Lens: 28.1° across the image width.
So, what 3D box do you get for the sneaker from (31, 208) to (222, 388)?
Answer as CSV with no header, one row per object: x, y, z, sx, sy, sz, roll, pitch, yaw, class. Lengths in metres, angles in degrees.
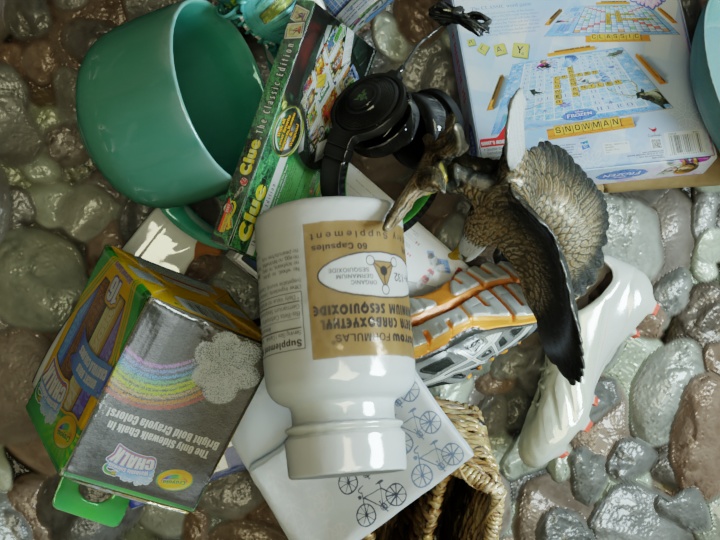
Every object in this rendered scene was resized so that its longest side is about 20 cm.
-0.192,0.037,1.211,0.085,0.073,0.200,39,90,-9,sneaker

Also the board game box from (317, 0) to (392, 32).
0.025,-0.292,1.178,0.200,0.062,0.200,-42,85,-1,board game box

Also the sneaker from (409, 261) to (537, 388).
0.090,0.052,1.220,0.199,0.078,0.077,-15,128,-21,sneaker

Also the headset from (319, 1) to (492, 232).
0.042,-0.117,1.158,0.123,0.094,0.201,10,101,-47,headset

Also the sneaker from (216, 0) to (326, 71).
-0.085,-0.219,1.161,0.080,0.077,0.201,-40,119,-35,sneaker

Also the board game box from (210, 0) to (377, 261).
-0.051,-0.102,1.143,0.023,0.105,0.201,17,84,29,board game box

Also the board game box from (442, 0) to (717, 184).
0.180,-0.170,1.211,0.199,0.041,0.200,-5,73,-7,board game box

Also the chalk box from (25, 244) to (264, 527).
-0.179,0.105,1.145,0.124,0.124,0.200,24,99,-32,chalk box

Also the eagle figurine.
0.124,-0.031,1.106,0.200,0.151,0.152,36,82,-9,eagle figurine

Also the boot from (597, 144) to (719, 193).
0.244,-0.077,1.238,0.199,0.066,0.176,-6,75,-7,boot

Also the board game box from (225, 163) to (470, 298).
0.000,0.000,1.233,0.200,0.035,0.126,40,83,-19,board game box

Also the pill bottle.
-0.017,0.053,1.079,0.114,0.114,0.201,-3,80,-7,pill bottle

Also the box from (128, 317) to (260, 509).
-0.124,0.117,1.252,0.199,0.032,0.122,-18,100,-6,box

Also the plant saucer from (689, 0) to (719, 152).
0.334,-0.143,1.217,0.036,0.200,0.200,-23,104,40,plant saucer

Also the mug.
-0.154,-0.112,1.148,0.114,0.152,0.186,-15,71,23,mug

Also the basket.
0.026,0.218,1.207,0.142,0.149,0.201,10,113,-9,basket

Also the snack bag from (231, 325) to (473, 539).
-0.028,0.116,1.164,0.188,0.021,0.200,-39,75,24,snack bag

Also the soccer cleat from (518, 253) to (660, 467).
0.186,0.078,1.272,0.077,0.069,0.200,34,84,-20,soccer cleat
